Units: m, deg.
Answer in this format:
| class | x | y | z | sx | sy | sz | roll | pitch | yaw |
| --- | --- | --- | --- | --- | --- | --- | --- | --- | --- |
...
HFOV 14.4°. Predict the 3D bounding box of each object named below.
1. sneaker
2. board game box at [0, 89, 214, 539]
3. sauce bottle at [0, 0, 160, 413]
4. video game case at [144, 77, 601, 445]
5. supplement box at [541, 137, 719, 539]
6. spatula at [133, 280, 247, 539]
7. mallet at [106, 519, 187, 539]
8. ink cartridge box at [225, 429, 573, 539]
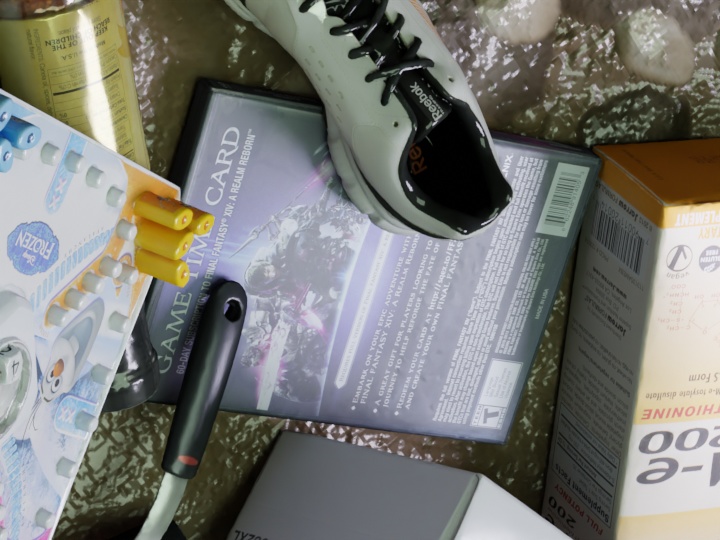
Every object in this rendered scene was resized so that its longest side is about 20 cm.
| class | x | y | z | sx | sy | sz | roll | pitch | yaw |
| --- | --- | --- | --- | --- | --- | --- | --- | --- | --- |
| sneaker | 0.004 | -0.095 | 1.160 | 0.074 | 0.080 | 0.201 | -40 | 116 | -12 |
| board game box | -0.133 | 0.045 | 1.045 | 0.201 | 0.026 | 0.200 | -69 | 158 | -3 |
| sauce bottle | -0.116 | -0.038 | 1.147 | 0.066 | 0.066 | 0.201 | -17 | 122 | -19 |
| video game case | 0.000 | 0.000 | 1.251 | 0.199 | 0.019 | 0.144 | 9 | 109 | -29 |
| supplement box | 0.163 | 0.043 | 1.320 | 0.125 | 0.074 | 0.201 | -6 | 116 | -24 |
| spatula | -0.086 | 0.100 | 1.211 | 0.056 | 0.021 | 0.201 | 20 | 92 | -37 |
| mallet | -0.098 | 0.203 | 1.290 | 0.065 | 0.041 | 0.201 | -17 | 124 | -20 |
| ink cartridge box | 0.054 | 0.159 | 1.268 | 0.200 | 0.145 | 0.084 | 37 | 73 | -35 |
